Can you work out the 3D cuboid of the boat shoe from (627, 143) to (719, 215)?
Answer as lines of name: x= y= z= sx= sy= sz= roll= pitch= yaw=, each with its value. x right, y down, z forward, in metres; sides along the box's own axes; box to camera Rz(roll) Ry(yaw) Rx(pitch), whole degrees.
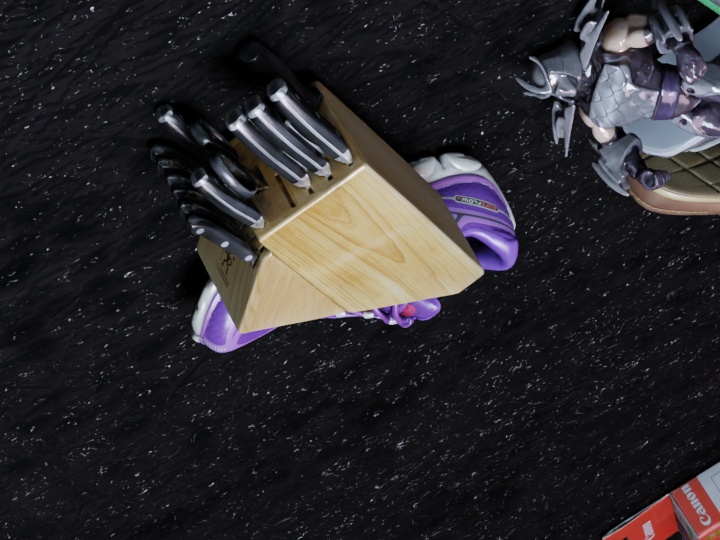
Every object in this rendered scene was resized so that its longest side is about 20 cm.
boat shoe: x=0.236 y=-0.061 z=1.808 sx=0.200 sy=0.072 sz=0.068 roll=-14 pitch=149 yaw=-41

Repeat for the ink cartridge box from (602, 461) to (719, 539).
ink cartridge box: x=0.301 y=0.202 z=2.426 sx=0.200 sy=0.050 sz=0.109 roll=-32 pitch=157 yaw=-2

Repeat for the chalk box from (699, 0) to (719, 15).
chalk box: x=0.171 y=-0.200 z=1.280 sx=0.124 sy=0.124 sz=0.200 roll=-51 pitch=-172 yaw=37

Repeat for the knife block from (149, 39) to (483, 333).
knife block: x=-0.014 y=-0.052 z=1.501 sx=0.200 sy=0.064 sz=0.176 roll=-10 pitch=144 yaw=-27

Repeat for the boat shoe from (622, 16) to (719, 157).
boat shoe: x=0.246 y=-0.126 z=1.694 sx=0.199 sy=0.074 sz=0.068 roll=-38 pitch=163 yaw=18

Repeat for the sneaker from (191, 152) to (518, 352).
sneaker: x=0.000 y=0.000 z=1.624 sx=0.200 sy=0.084 sz=0.081 roll=-23 pitch=155 yaw=-18

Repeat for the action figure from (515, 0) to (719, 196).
action figure: x=0.184 y=-0.095 z=1.612 sx=0.199 sy=0.070 sz=0.130 roll=7 pitch=148 yaw=-6
